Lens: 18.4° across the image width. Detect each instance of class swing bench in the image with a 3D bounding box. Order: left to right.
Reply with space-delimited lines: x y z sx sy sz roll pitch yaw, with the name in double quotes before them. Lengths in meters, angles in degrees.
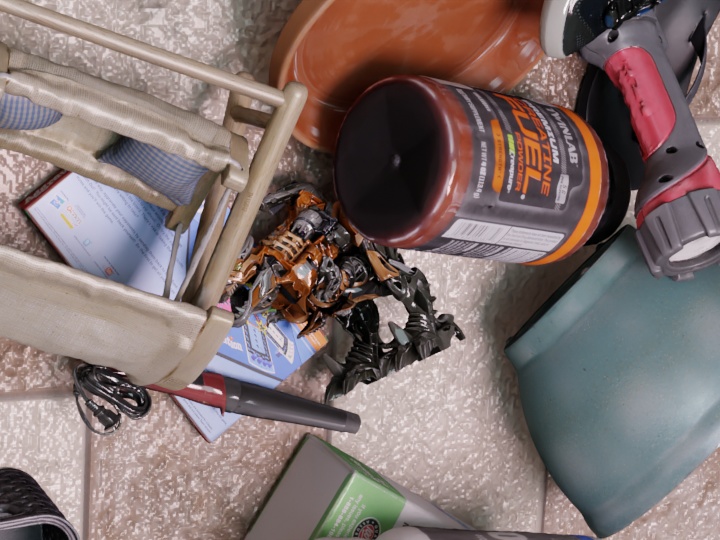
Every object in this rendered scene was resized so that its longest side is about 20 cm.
"swing bench" -0.164 -0.045 1.272 0.198 0.130 0.201 18 92 -19

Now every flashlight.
"flashlight" 0.179 -0.094 1.398 0.068 0.201 0.068 -25 156 11

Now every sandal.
"sandal" 0.202 -0.150 1.474 0.076 0.043 0.201 19 95 -26

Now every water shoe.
"water shoe" 0.190 -0.194 1.343 0.200 0.079 0.072 -46 157 -14

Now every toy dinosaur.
"toy dinosaur" 0.000 0.000 1.394 0.199 0.102 0.136 -24 87 -17

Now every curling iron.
"curling iron" -0.090 0.086 1.390 0.199 0.026 0.050 9 63 -29

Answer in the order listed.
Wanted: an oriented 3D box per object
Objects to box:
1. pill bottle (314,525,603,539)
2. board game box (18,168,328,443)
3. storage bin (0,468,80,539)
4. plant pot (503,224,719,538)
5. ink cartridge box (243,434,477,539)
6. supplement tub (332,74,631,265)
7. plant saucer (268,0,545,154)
"pill bottle" 0.062 0.216 1.370 0.199 0.114 0.115 6 101 -26
"board game box" -0.114 0.003 1.387 0.103 0.019 0.200 -39 115 -8
"storage bin" -0.242 0.235 1.347 0.134 0.094 0.202 -7 105 -22
"plant pot" 0.179 0.056 1.450 0.200 0.200 0.134 -44 89 -8
"ink cartridge box" 0.019 0.223 1.463 0.199 0.087 0.146 33 88 -29
"supplement tub" 0.084 -0.059 1.394 0.199 0.107 0.108 6 101 -46
"plant saucer" 0.035 -0.147 1.353 0.199 0.032 0.201 -22 151 -13
